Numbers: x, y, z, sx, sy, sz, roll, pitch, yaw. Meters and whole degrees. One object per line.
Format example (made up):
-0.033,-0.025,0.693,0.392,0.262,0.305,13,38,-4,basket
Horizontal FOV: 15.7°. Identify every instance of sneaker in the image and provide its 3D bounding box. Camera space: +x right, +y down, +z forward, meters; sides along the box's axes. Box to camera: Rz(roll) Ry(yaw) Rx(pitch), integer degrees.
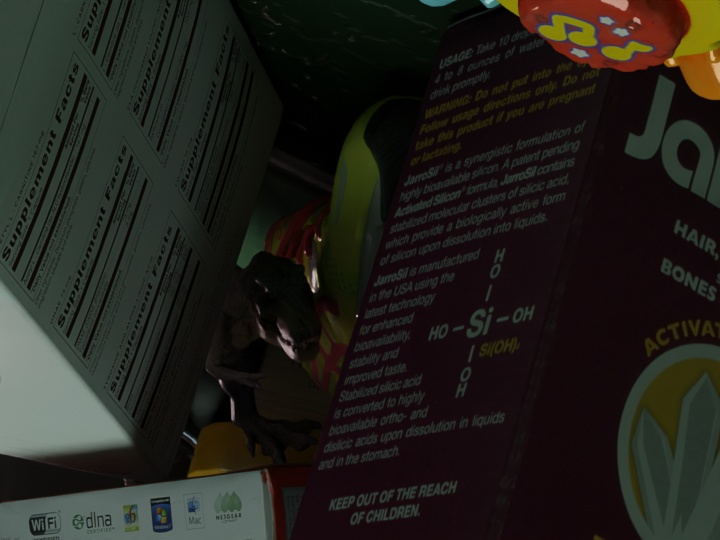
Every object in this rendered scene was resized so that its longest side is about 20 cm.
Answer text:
0.000,0.000,0.924,0.090,0.078,0.200,34,153,21,sneaker

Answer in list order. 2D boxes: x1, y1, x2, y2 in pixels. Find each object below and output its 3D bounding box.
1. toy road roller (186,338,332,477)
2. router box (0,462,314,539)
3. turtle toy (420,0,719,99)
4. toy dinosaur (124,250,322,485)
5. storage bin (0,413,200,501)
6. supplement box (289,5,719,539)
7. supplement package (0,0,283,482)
-0.009,0.111,1.105,0.123,0.146,0.200,10,158,18,toy road roller
-0.040,0.097,0.891,0.200,0.049,0.179,-11,171,41,router box
0.068,-0.103,0.564,0.146,0.101,0.200,18,159,-3,turtle toy
-0.068,0.034,0.942,0.200,0.047,0.088,-4,119,43,toy dinosaur
-0.156,0.142,1.139,0.145,0.134,0.200,34,130,-21,storage bin
0.075,0.032,0.763,0.131,0.200,0.103,28,156,-28,supplement box
-0.152,-0.047,0.808,0.191,0.147,0.200,10,159,16,supplement package
